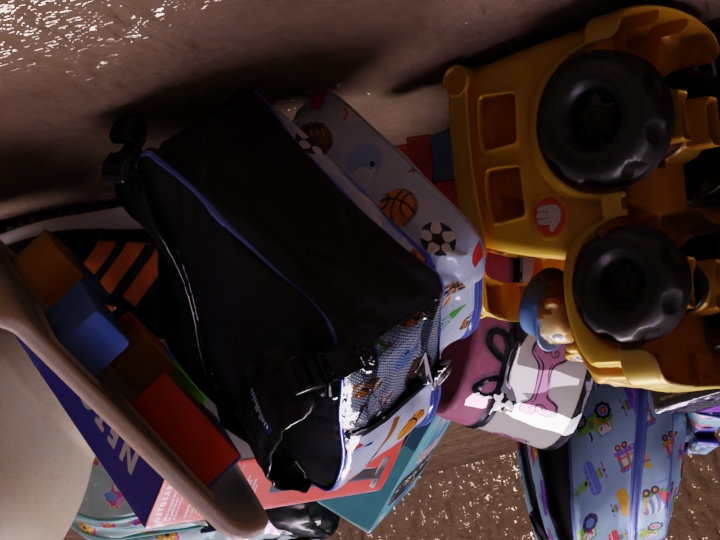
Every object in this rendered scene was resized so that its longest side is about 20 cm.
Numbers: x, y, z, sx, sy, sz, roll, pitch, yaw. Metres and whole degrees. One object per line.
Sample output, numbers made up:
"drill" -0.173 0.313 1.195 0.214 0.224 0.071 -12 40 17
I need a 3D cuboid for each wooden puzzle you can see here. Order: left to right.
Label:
"wooden puzzle" -0.135 0.046 1.345 0.046 0.200 0.185 -47 -157 3

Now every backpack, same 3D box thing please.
"backpack" -0.124 0.134 1.798 0.199 0.167 0.127 -12 149 15
"backpack" -0.029 0.015 1.304 0.154 0.200 0.191 -27 149 -25
"backpack" 0.168 0.095 1.626 0.134 0.201 0.183 -2 166 -2

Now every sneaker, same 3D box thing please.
"sneaker" -0.143 0.010 1.472 0.199 0.090 0.070 -11 170 -14

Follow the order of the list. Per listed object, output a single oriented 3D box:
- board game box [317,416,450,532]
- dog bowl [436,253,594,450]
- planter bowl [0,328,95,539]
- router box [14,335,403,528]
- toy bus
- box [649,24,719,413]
"board game box" 0.052 0.077 1.775 0.200 0.047 0.151 -61 172 14
"dog bowl" 0.082 0.006 1.489 0.074 0.201 0.200 3 166 -14
"planter bowl" -0.255 0.109 1.659 0.135 0.200 0.200 -40 171 -5
"router box" -0.099 0.066 1.551 0.179 0.200 0.049 -6 132 -38
"toy bus" 0.107 -0.026 1.337 0.191 0.201 0.136 -11 172 31
"box" 0.212 -0.027 1.426 0.106 0.201 0.122 -19 169 28
